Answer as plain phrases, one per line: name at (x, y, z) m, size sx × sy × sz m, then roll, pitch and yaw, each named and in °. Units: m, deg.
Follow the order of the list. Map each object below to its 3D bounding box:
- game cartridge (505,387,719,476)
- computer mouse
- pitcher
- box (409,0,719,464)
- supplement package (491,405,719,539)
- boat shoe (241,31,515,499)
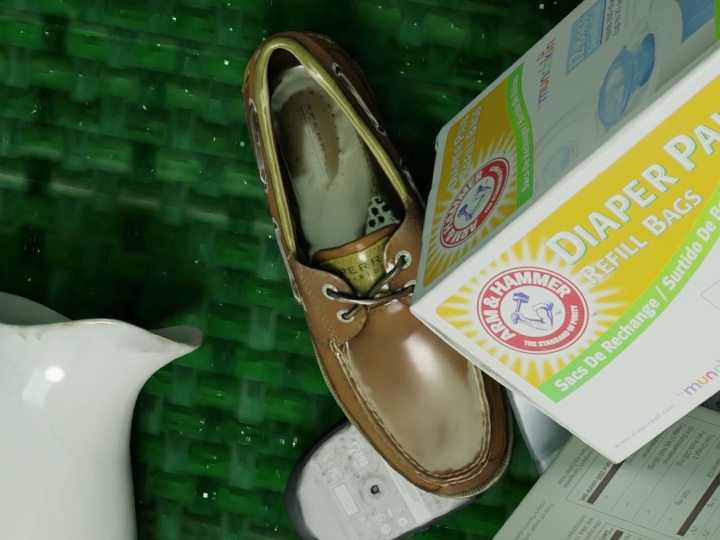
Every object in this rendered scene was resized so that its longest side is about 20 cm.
game cartridge at (0.152, 0.085, 0.934) m, size 0.133 × 0.040 × 0.200 m, roll -35°, pitch 99°, yaw 19°
computer mouse at (0.058, 0.061, 0.974) m, size 0.199 × 0.034 × 0.059 m, roll -25°, pitch 98°, yaw 10°
pitcher at (-0.168, 0.100, 0.998) m, size 0.171 × 0.121 × 0.201 m, roll 18°, pitch 94°, yaw 31°
box at (0.121, -0.044, 0.796) m, size 0.101 × 0.113 × 0.200 m, roll 36°, pitch 126°, yaw -19°
supplement package at (0.146, 0.166, 0.819) m, size 0.199 × 0.151 × 0.153 m, roll 18°, pitch 133°, yaw 26°
boat shoe at (0.000, 0.000, 0.931) m, size 0.072 × 0.068 × 0.201 m, roll -27°, pitch 82°, yaw 5°
